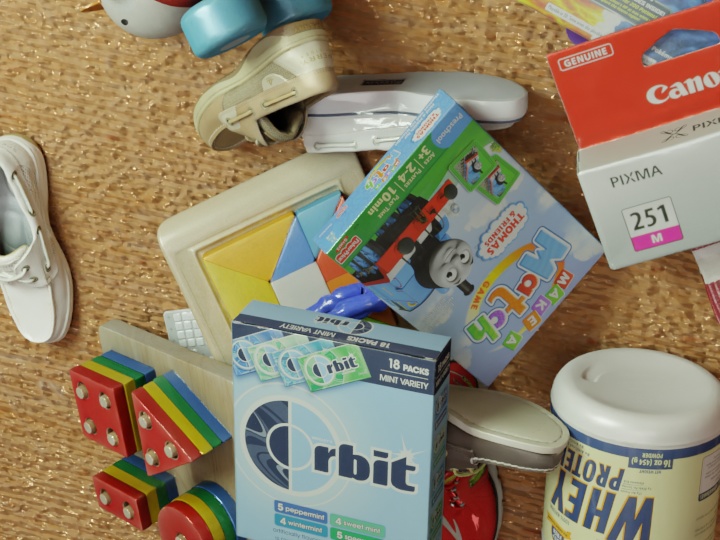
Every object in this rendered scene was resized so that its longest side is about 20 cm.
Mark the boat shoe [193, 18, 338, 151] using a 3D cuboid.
[{"bbox_3d":[-0.078,-0.129,1.104,0.200,0.071,0.065,-34,77,61],"label":"boat shoe"}]

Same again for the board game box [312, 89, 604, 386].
[{"bbox_3d":[0.082,-0.021,1.090,0.200,0.037,0.152,39,94,-32],"label":"board game box"}]

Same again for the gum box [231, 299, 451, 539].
[{"bbox_3d":[-0.017,0.135,1.095,0.168,0.045,0.202,10,117,19],"label":"gum box"}]

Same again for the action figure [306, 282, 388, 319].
[{"bbox_3d":[0.000,0.000,1.135,0.198,0.065,0.100,-17,115,-4],"label":"action figure"}]

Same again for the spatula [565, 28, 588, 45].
[{"bbox_3d":[0.186,-0.264,1.046,0.056,0.021,0.203,2,110,7],"label":"spatula"}]

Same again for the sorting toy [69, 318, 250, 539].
[{"bbox_3d":[-0.173,0.169,1.238,0.197,0.069,0.202,17,123,42],"label":"sorting toy"}]

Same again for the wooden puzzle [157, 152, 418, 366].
[{"bbox_3d":[-0.053,0.016,1.181,0.183,0.037,0.202,-25,102,-1],"label":"wooden puzzle"}]

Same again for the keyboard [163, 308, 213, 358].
[{"bbox_3d":[-0.138,0.129,1.301,0.056,0.011,0.203,-4,110,18],"label":"keyboard"}]

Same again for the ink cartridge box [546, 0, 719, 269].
[{"bbox_3d":[0.256,-0.106,1.032,0.198,0.044,0.175,-16,120,18],"label":"ink cartridge box"}]

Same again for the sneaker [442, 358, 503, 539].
[{"bbox_3d":[0.076,0.172,1.213,0.076,0.085,0.203,-4,109,19],"label":"sneaker"}]

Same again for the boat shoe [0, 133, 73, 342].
[{"bbox_3d":[-0.315,-0.019,1.262,0.070,0.069,0.203,-3,110,15],"label":"boat shoe"}]

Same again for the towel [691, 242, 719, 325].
[{"bbox_3d":[0.329,-0.041,1.093,0.143,0.023,0.202,-19,106,20],"label":"towel"}]

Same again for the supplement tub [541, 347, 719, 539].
[{"bbox_3d":[0.223,0.182,1.141,0.143,0.145,0.203,6,112,14],"label":"supplement tub"}]

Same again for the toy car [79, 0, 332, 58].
[{"bbox_3d":[-0.158,-0.238,1.087,0.199,0.176,0.186,-25,92,36],"label":"toy car"}]

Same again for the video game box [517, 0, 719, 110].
[{"bbox_3d":[0.228,-0.242,1.011,0.198,0.047,0.183,26,114,-8],"label":"video game box"}]

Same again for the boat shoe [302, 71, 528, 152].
[{"bbox_3d":[0.042,-0.122,1.124,0.198,0.074,0.066,5,117,25],"label":"boat shoe"}]

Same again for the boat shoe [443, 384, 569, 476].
[{"bbox_3d":[0.076,0.130,1.119,0.198,0.072,0.060,14,112,29],"label":"boat shoe"}]
